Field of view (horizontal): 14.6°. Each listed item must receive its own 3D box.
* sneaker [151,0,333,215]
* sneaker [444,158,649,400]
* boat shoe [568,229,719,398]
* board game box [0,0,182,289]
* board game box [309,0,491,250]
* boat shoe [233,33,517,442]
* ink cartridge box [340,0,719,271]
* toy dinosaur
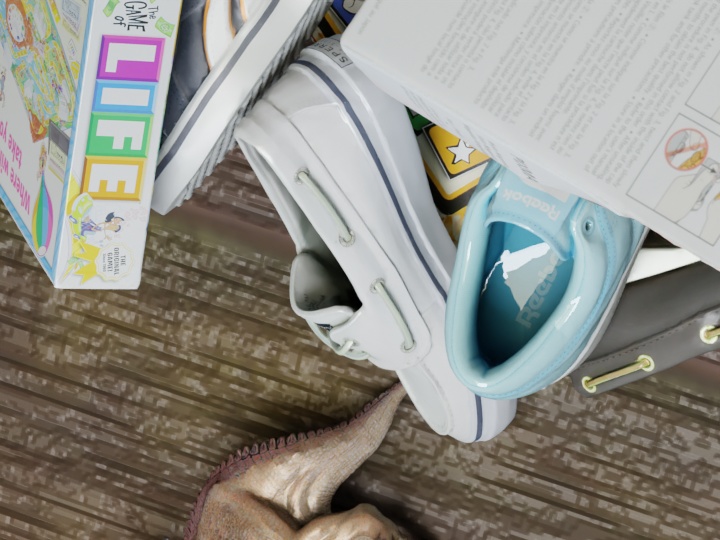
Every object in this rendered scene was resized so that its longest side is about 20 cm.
[{"bbox_3d":[-0.046,-0.119,1.070,0.079,0.078,0.200,35,107,2],"label":"sneaker"},{"bbox_3d":[0.083,-0.040,1.042,0.074,0.082,0.201,18,106,13],"label":"sneaker"},{"bbox_3d":[0.164,0.003,1.094,0.201,0.072,0.061,-14,100,31],"label":"boat shoe"},{"bbox_3d":[-0.120,-0.094,1.101,0.034,0.200,0.135,1,114,-23],"label":"board game box"},{"bbox_3d":[0.050,-0.123,1.103,0.151,0.046,0.200,-30,96,25],"label":"board game box"},{"bbox_3d":[0.000,0.000,1.116,0.074,0.067,0.200,30,151,52],"label":"boat shoe"},{"bbox_3d":[0.114,-0.095,0.988,0.200,0.057,0.163,33,88,21],"label":"ink cartridge box"},{"bbox_3d":[-0.050,0.128,1.207,0.135,0.086,0.200,25,109,17],"label":"toy dinosaur"}]
